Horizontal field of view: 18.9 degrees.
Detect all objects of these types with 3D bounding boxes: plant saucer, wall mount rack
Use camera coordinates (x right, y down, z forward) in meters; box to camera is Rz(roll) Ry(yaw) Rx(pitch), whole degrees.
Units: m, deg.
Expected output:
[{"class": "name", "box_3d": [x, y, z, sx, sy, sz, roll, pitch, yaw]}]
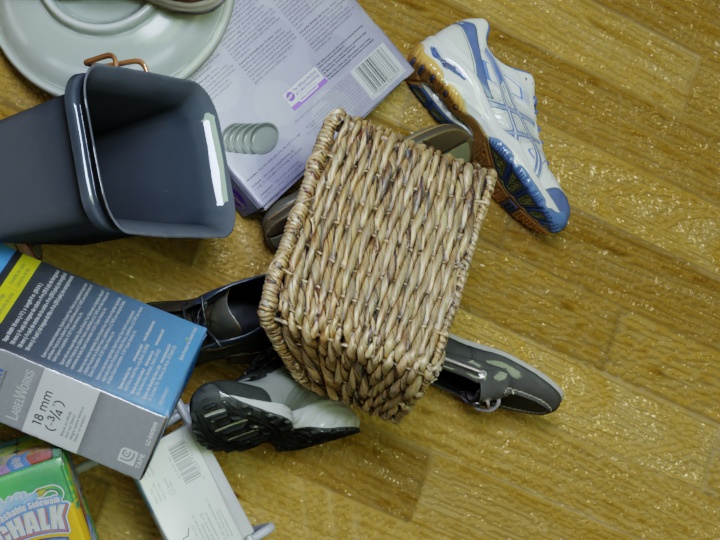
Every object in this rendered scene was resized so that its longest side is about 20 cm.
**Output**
[{"class": "plant saucer", "box_3d": [-0.199, -0.230, 1.705, 0.200, 0.050, 0.200, -1, 76, 2]}, {"class": "wall mount rack", "box_3d": [-0.167, 0.190, 1.678, 0.174, 0.075, 0.200, -28, 92, -27]}]

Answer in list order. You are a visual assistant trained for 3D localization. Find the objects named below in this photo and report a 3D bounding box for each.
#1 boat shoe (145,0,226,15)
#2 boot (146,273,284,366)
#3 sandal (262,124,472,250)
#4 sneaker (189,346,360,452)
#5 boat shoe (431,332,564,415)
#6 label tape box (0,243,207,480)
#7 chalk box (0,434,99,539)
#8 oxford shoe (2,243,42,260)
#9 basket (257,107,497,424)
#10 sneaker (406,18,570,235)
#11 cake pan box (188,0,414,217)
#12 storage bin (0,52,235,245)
[{"class": "boat shoe", "box_3d": [-0.194, -0.248, 1.645, 0.200, 0.072, 0.076, 7, 76, 5]}, {"class": "boot", "box_3d": [-0.137, 0.041, 1.692, 0.200, 0.097, 0.075, -13, 71, -25]}, {"class": "sandal", "box_3d": [0.002, -0.078, 1.796, 0.200, 0.080, 0.054, -24, 54, -16]}, {"class": "sneaker", "box_3d": [-0.074, 0.097, 1.692, 0.200, 0.074, 0.079, 9, 64, -62]}, {"class": "boat shoe", "box_3d": [0.071, 0.083, 1.790, 0.200, 0.067, 0.057, 28, 66, -9]}, {"class": "label tape box", "box_3d": [-0.226, 0.059, 1.587, 0.200, 0.144, 0.063, 23, 115, -2]}, {"class": "chalk box", "box_3d": [-0.257, 0.191, 1.577, 0.124, 0.124, 0.200, -17, 101, -5]}, {"class": "oxford shoe", "box_3d": [-0.323, -0.075, 1.673, 0.074, 0.071, 0.200, -35, 100, 7]}, {"class": "basket", "box_3d": [0.000, 0.000, 1.687, 0.149, 0.143, 0.200, 20, 64, -7]}, {"class": "sneaker", "box_3d": [0.129, -0.127, 1.845, 0.088, 0.075, 0.200, -38, 97, -23]}, {"class": "cake pan box", "box_3d": [-0.079, -0.175, 1.784, 0.200, 0.052, 0.184, -45, 100, -22]}, {"class": "storage bin", "box_3d": [-0.206, -0.082, 1.635, 0.200, 0.134, 0.146, 1, 77, -67]}]
